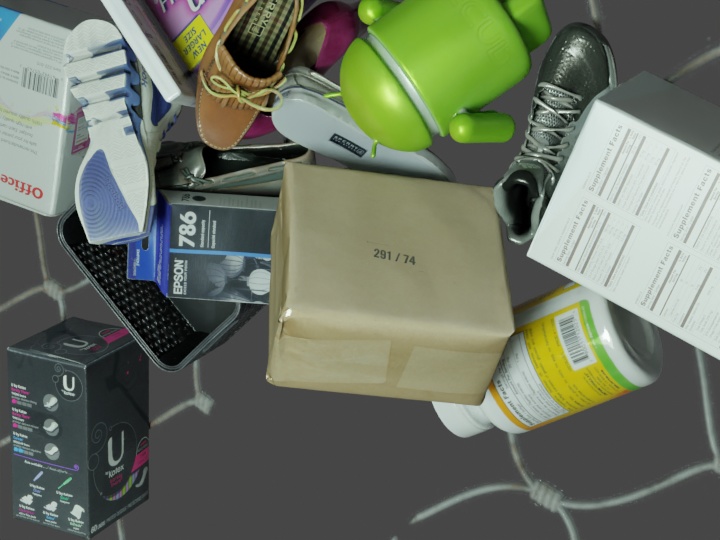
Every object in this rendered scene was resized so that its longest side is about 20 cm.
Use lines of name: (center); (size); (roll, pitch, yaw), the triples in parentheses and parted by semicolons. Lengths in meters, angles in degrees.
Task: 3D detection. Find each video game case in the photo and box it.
video game case: (-0.189, -0.216, 1.396); (0.018, 0.200, 0.144); (-33, 89, 8)

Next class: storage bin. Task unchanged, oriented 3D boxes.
storage bin: (-0.194, -0.016, 1.516); (0.135, 0.094, 0.200); (-42, 84, 30)

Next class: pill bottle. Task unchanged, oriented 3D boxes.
pill bottle: (0.164, 0.083, 1.359); (0.199, 0.111, 0.111); (-25, 93, 30)

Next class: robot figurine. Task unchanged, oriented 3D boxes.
robot figurine: (0.068, -0.184, 1.297); (0.200, 0.116, 0.176); (-36, 65, 0)

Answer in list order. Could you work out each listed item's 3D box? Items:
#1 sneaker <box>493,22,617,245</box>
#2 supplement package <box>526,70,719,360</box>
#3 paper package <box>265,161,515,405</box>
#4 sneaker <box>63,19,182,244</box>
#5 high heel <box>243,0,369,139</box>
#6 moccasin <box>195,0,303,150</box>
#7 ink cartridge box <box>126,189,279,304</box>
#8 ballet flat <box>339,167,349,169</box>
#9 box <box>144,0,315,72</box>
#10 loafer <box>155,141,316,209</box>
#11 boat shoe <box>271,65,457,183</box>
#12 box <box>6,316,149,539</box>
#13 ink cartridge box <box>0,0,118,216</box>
sneaker: (0.166, -0.111, 1.297); (0.075, 0.115, 0.201); (17, 112, 20)
supplement package: (0.275, -0.047, 1.242); (0.199, 0.152, 0.151); (29, 116, 16)
paper package: (0.021, 0.010, 1.299); (0.199, 0.191, 0.104); (7, 137, -10)
sneaker: (-0.205, -0.126, 1.368); (0.080, 0.115, 0.201); (-6, 90, 24)
high heel: (-0.075, -0.186, 1.404); (0.067, 0.096, 0.200); (49, 119, 5)
moccasin: (-0.095, -0.184, 1.304); (0.073, 0.078, 0.202); (23, 127, -17)
ink cartridge box: (-0.123, -0.021, 1.403); (0.199, 0.039, 0.100); (4, 115, -2)
ballet flat: (0.000, 0.000, 1.448); (0.071, 0.069, 0.201); (-11, 96, 47)
box: (-0.128, -0.316, 1.375); (0.176, 0.097, 0.200); (-39, 78, 29)
loafer: (-0.140, -0.102, 1.429); (0.199, 0.072, 0.063); (-1, 142, -13)
boat shoe: (0.009, -0.126, 1.382); (0.199, 0.070, 0.071); (27, 137, -19)
box: (-0.302, 0.168, 1.607); (0.106, 0.122, 0.201); (10, 110, 24)
ink cartridge box: (-0.342, -0.175, 1.545); (0.144, 0.085, 0.201); (20, 112, 20)
